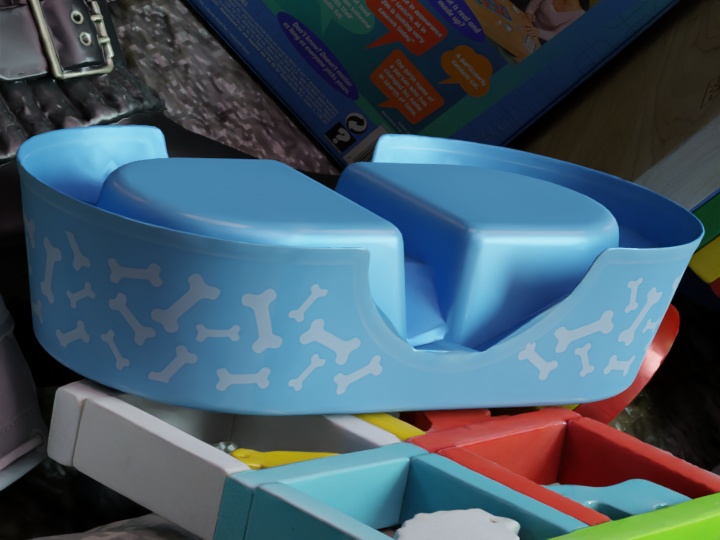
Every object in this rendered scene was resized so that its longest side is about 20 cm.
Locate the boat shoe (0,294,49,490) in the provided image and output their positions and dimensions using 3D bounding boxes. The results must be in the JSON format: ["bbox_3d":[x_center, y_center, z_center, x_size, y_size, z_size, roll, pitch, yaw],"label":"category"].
[{"bbox_3d":[-0.143,0.071,0.605,0.069,0.072,0.200,62,33,-14],"label":"boat shoe"}]

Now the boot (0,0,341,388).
[{"bbox_3d":[-0.075,-0.049,0.779,0.211,0.079,0.158,1,57,-48],"label":"boot"}]

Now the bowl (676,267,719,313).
[{"bbox_3d":[0.143,-0.066,1.081,0.200,0.039,0.201,29,40,-28],"label":"bowl"}]

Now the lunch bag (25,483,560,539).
[{"bbox_3d":[-0.003,0.121,0.653,0.168,0.140,0.200,39,28,28],"label":"lunch bag"}]

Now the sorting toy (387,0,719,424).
[{"bbox_3d":[0.105,-0.034,0.864,0.070,0.199,0.200,43,35,-12],"label":"sorting toy"}]

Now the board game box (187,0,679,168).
[{"bbox_3d":[0.035,-0.129,0.873,0.152,0.200,0.045,47,34,-6],"label":"board game box"}]

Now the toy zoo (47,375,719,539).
[{"bbox_3d":[0.015,0.053,0.632,0.200,0.021,0.131,23,20,39],"label":"toy zoo"}]

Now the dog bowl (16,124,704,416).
[{"bbox_3d":[0.000,0.000,0.681,0.200,0.050,0.111,-1,19,-34],"label":"dog bowl"}]

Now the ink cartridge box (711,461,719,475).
[{"bbox_3d":[0.247,0.117,0.989,0.200,0.083,0.147,52,35,2],"label":"ink cartridge box"}]
